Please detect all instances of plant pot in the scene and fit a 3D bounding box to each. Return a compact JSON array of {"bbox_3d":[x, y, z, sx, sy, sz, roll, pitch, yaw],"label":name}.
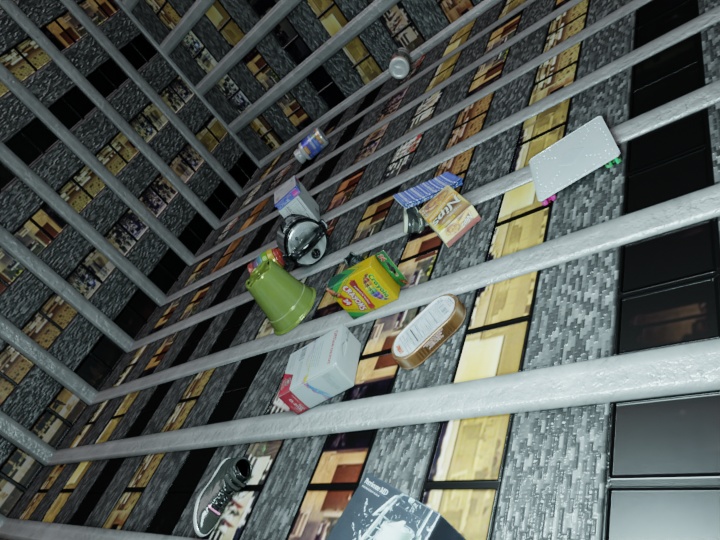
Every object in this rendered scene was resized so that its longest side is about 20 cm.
[{"bbox_3d":[-0.277,0.073,1.870,0.198,0.190,0.203,-35,25,19],"label":"plant pot"}]

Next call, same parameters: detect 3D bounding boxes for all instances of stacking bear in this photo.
[{"bbox_3d":[-0.344,-0.036,2.267,0.197,0.115,0.122,-36,24,7],"label":"stacking bear"}]

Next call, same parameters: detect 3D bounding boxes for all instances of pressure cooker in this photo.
[{"bbox_3d":[-0.208,-0.110,2.078,0.199,0.172,0.183,-151,68,-65],"label":"pressure cooker"}]

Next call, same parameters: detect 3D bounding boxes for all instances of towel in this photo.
[{"bbox_3d":[0.204,-0.250,1.728,0.194,0.025,0.145,-23,23,-4],"label":"towel"}]

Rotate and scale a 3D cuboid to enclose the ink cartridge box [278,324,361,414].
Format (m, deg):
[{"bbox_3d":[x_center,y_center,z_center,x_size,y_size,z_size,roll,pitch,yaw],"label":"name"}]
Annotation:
[{"bbox_3d":[-0.100,0.249,1.427,0.197,0.083,0.148,-31,26,28],"label":"ink cartridge box"}]

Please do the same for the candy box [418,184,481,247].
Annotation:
[{"bbox_3d":[0.241,-0.152,1.553,0.115,0.055,0.201,-41,24,8],"label":"candy box"}]

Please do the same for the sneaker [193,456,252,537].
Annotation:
[{"bbox_3d":[-0.328,0.530,1.361,0.098,0.071,0.203,-32,22,37],"label":"sneaker"}]

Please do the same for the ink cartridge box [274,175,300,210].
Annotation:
[{"bbox_3d":[-0.301,-0.317,2.335,0.118,0.042,0.201,-39,22,8],"label":"ink cartridge box"}]

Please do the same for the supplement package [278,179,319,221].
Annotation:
[{"bbox_3d":[-0.260,-0.263,2.425,0.109,0.157,0.202,-34,25,12],"label":"supplement package"}]

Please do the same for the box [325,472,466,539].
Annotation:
[{"bbox_3d":[0.041,0.445,0.837,0.198,0.125,0.197,-52,25,-22],"label":"box"}]

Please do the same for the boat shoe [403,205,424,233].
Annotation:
[{"bbox_3d":[0.160,-0.163,1.715,0.065,0.074,0.202,-1,25,4],"label":"boat shoe"}]

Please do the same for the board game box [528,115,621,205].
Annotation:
[{"bbox_3d":[0.500,-0.259,1.338,0.197,0.026,0.203,-31,28,28],"label":"board game box"}]

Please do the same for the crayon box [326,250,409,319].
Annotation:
[{"bbox_3d":[0.019,0.041,1.515,0.197,0.127,0.052,-28,27,34],"label":"crayon box"}]

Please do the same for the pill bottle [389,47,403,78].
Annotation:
[{"bbox_3d":[0.220,-1.137,3.101,0.114,0.117,0.203,-30,27,28],"label":"pill bottle"}]

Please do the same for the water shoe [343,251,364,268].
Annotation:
[{"bbox_3d":[0.000,0.000,1.671,0.072,0.079,0.199,-46,24,-7],"label":"water shoe"}]

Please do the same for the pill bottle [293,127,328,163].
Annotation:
[{"bbox_3d":[-0.284,-0.706,3.234,0.198,0.112,0.113,-38,24,15],"label":"pill bottle"}]

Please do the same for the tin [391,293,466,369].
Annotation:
[{"bbox_3d":[0.150,0.133,1.267,0.199,0.042,0.112,-44,19,3],"label":"tin"}]
